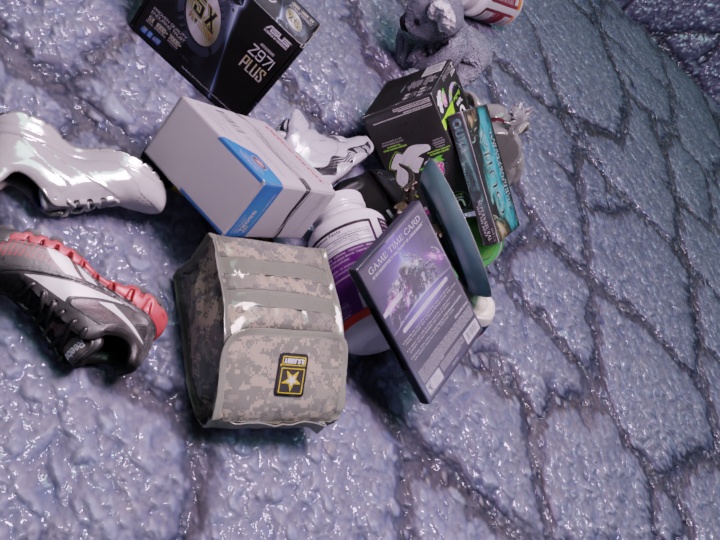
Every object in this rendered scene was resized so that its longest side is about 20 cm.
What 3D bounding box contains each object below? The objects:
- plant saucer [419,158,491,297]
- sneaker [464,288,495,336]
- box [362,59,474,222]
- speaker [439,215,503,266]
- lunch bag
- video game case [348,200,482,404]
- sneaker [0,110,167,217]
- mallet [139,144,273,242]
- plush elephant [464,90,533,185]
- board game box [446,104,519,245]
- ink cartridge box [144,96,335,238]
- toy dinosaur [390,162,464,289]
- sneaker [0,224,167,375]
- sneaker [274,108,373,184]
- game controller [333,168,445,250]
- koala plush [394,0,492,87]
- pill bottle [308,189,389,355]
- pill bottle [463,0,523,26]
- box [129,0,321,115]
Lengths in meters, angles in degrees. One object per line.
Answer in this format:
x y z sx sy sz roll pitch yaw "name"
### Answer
0.123 -0.052 1.112 0.200 0.027 0.203 -25 91 -88 "plant saucer"
0.091 0.043 1.186 0.198 0.085 0.075 30 49 11 "sneaker"
0.113 -0.199 1.305 0.202 0.123 0.149 64 31 -24 "box"
0.147 -0.034 1.290 0.199 0.088 0.089 -16 71 -52 "speaker"
-0.104 0.075 0.900 0.162 0.117 0.203 7 57 -37 "lunch bag"
0.073 0.039 1.009 0.143 0.019 0.202 -47 117 -36 "video game case"
-0.303 -0.092 0.879 0.198 0.074 0.088 18 59 -29 "sneaker"
-0.188 -0.087 1.018 0.199 0.041 0.067 28 40 -36 "mallet"
0.229 -0.239 1.501 0.163 0.201 0.155 30 22 -15 "plush elephant"
0.192 -0.149 1.269 0.135 0.028 0.203 -32 106 -62 "board game box"
-0.135 -0.115 0.983 0.145 0.084 0.199 45 16 15 "ink cartridge box"
0.067 -0.051 1.101 0.076 0.103 0.202 -19 61 -15 "toy dinosaur"
-0.278 0.035 0.782 0.199 0.071 0.099 33 38 -26 "sneaker"
-0.060 -0.181 1.195 0.115 0.075 0.200 51 39 -4 "sneaker"
0.038 -0.066 1.188 0.103 0.042 0.201 -25 59 -14 "game controller"
0.140 -0.434 1.474 0.201 0.181 0.179 74 10 -48 "koala plush"
0.000 0.000 1.078 0.111 0.112 0.202 3 58 -45 "pill bottle"
0.284 -0.644 1.926 0.198 0.114 0.115 -4 62 -49 "pill bottle"
-0.182 -0.332 1.118 0.200 0.163 0.087 42 37 -13 "box"
